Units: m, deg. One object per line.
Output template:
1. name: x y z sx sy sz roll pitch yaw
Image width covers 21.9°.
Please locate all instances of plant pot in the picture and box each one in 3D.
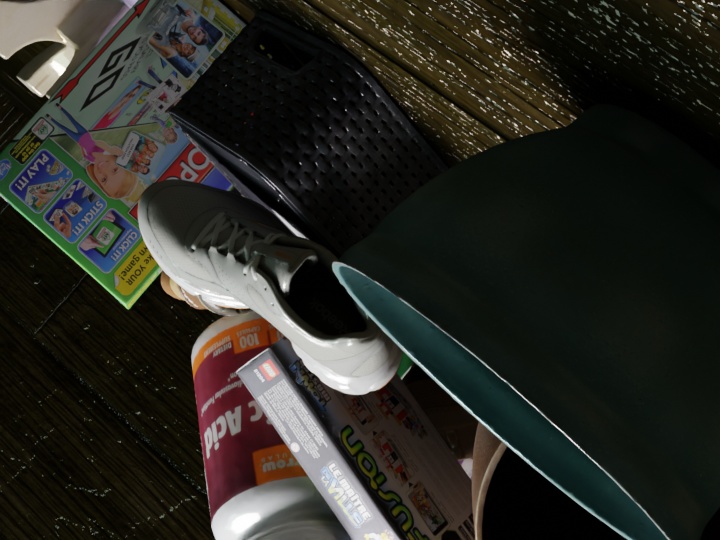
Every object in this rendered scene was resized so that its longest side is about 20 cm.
1. plant pot: 0.106 0.014 0.820 0.200 0.134 0.200 41 174 5
2. plant pot: 0.146 0.111 1.162 0.187 0.187 0.200 43 -172 -17

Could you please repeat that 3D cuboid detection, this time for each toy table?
1. toy table: -0.215 -0.182 1.487 0.184 0.117 0.200 43 174 -11

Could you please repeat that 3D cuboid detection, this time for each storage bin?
1. storage bin: -0.015 -0.061 1.219 0.135 0.094 0.200 33 169 50

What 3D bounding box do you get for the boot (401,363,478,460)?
1. boot: 0.124 0.076 1.356 0.167 0.198 0.073 -80 -18 -61

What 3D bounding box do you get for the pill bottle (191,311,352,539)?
1. pill bottle: -0.052 0.135 1.291 0.114 0.114 0.201 50 -156 -53

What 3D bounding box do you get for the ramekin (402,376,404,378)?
1. ramekin: -0.006 0.035 1.595 0.199 0.098 0.200 32 -174 -4

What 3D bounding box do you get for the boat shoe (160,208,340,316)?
1. boat shoe: -0.065 -0.028 1.341 0.074 0.200 0.076 0 109 42

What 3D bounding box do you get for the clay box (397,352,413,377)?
1. clay box: 0.000 0.000 1.430 0.048 0.115 0.200 46 171 -36

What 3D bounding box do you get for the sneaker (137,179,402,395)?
1. sneaker: -0.057 -0.006 1.165 0.199 0.076 0.092 32 164 13

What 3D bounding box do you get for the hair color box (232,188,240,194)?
1. hair color box: -0.092 -0.096 1.398 0.061 0.099 0.200 43 173 -3

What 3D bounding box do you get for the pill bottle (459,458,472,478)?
1. pill bottle: 0.150 0.180 1.359 0.199 0.112 0.111 20 162 37

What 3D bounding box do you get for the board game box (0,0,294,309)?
1. board game box: -0.144 -0.093 1.277 0.134 0.200 0.029 40 173 3

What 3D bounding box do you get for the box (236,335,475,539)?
1. box: 0.010 0.122 1.243 0.201 0.035 0.110 55 -147 1
